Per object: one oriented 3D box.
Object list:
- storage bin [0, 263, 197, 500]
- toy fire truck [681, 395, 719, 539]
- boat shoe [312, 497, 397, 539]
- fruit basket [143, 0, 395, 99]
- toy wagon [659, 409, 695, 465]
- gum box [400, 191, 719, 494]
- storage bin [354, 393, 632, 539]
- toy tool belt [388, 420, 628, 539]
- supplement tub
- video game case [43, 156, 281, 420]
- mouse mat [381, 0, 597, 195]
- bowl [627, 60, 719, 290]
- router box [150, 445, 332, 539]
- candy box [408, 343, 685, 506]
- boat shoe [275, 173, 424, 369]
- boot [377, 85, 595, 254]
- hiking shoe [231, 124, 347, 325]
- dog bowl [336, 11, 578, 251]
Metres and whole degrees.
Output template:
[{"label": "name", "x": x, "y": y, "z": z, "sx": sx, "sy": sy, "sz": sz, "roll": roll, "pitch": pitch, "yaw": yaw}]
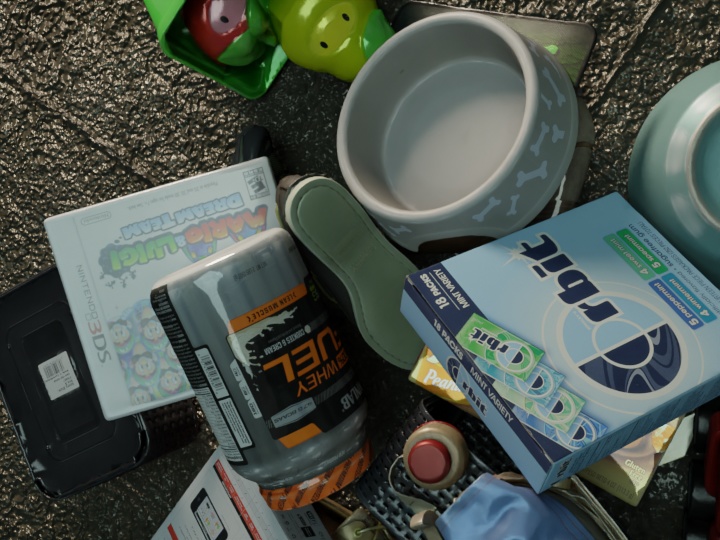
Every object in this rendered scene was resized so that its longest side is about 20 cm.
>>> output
[{"label": "storage bin", "x": -0.264, "y": 0.102, "z": 0.853, "sx": 0.135, "sy": 0.094, "sz": 0.201, "roll": -26, "pitch": 83, "yaw": 17}, {"label": "toy fire truck", "x": 0.260, "y": 0.200, "z": 0.607, "sx": 0.128, "sy": 0.200, "sz": 0.177, "roll": 4, "pitch": 119, "yaw": 17}, {"label": "boat shoe", "x": -0.010, "y": 0.245, "z": 0.785, "sx": 0.199, "sy": 0.074, "sz": 0.067, "roll": 19, "pitch": 102, "yaw": 18}, {"label": "fruit basket", "x": -0.066, "y": -0.243, "z": 0.768, "sx": 0.215, "sy": 0.155, "sz": 0.216, "roll": -9, "pitch": 74, "yaw": 33}, {"label": "toy wagon", "x": 0.198, "y": 0.069, "z": 0.731, "sx": 0.155, "sy": 0.040, "sz": 0.201, "roll": -26, "pitch": 82, "yaw": 17}, {"label": "gum box", "x": 0.157, "y": 0.040, "z": 0.626, "sx": 0.199, "sy": 0.045, "sz": 0.170, "roll": -21, "pitch": 54, "yaw": -23}, {"label": "storage bin", "x": 0.109, "y": 0.197, "z": 0.710, "sx": 0.200, "sy": 0.135, "sz": 0.094, "roll": 39, "pitch": 102, "yaw": 14}, {"label": "toy tool belt", "x": 0.096, "y": 0.183, "z": 0.577, "sx": 0.200, "sy": 0.123, "sz": 0.125, "roll": 43, "pitch": 102, "yaw": 14}, {"label": "supplement tub", "x": -0.072, "y": 0.078, "z": 0.695, "sx": 0.122, "sy": 0.123, "sz": 0.201, "roll": -23, "pitch": 97, "yaw": 18}, {"label": "video game case", "x": -0.150, "y": 0.016, "z": 0.759, "sx": 0.199, "sy": 0.024, "sz": 0.183, "roll": -16, "pitch": 95, "yaw": -1}, {"label": "mouse mat", "x": 0.084, "y": -0.146, "z": 0.741, "sx": 0.200, "sy": 0.008, "sz": 0.161, "roll": 19, "pitch": 86, "yaw": 34}, {"label": "bowl", "x": 0.303, "y": -0.074, "z": 0.659, "sx": 0.200, "sy": 0.105, "sz": 0.202, "roll": 0, "pitch": 90, "yaw": 19}, {"label": "router box", "x": -0.099, "y": 0.274, "z": 0.763, "sx": 0.180, "sy": 0.049, "sz": 0.200, "roll": -53, "pitch": 54, "yaw": 23}, {"label": "candy box", "x": 0.153, "y": 0.081, "z": 0.695, "sx": 0.200, "sy": 0.055, "sz": 0.116, "roll": 28, "pitch": 96, "yaw": 17}, {"label": "boat shoe", "x": 0.000, "y": 0.000, "z": 0.740, "sx": 0.072, "sy": 0.061, "sz": 0.201, "roll": -40, "pitch": 117, "yaw": -11}, {"label": "boot", "x": 0.102, "y": -0.094, "z": 0.754, "sx": 0.199, "sy": 0.070, "sz": 0.147, "roll": -4, "pitch": 81, "yaw": 24}, {"label": "hiking shoe", "x": -0.048, "y": -0.044, "z": 0.803, "sx": 0.100, "sy": 0.076, "sz": 0.201, "roll": -19, "pitch": 94, "yaw": 10}, {"label": "dog bowl", "x": 0.068, "y": -0.114, "z": 0.702, "sx": 0.199, "sy": 0.059, "sz": 0.201, "roll": -11, "pitch": 69, "yaw": 30}]
